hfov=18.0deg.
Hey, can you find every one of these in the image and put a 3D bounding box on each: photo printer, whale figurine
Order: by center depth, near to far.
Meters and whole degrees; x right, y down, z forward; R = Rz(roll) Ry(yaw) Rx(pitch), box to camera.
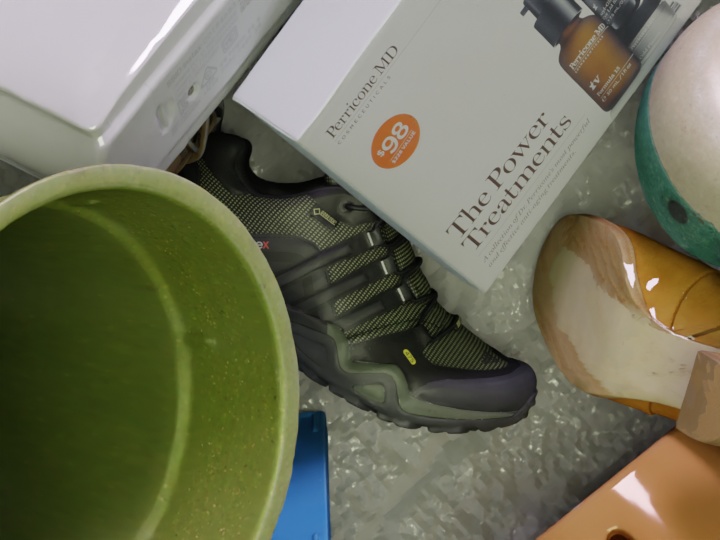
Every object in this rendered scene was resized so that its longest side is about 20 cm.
[{"bbox_3d":[-0.135,-0.128,0.920,0.200,0.069,0.166,26,63,22],"label":"photo printer"},{"bbox_3d":[0.206,-0.026,0.982,0.200,0.104,0.159,42,60,5],"label":"whale figurine"}]

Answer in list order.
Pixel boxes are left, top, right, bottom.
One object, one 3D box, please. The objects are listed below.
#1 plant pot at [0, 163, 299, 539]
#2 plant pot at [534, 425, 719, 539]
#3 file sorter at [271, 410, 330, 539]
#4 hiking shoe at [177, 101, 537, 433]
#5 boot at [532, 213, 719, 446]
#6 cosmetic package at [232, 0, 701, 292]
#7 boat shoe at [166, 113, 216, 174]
[{"bbox_3d":[-0.159,0.051,0.863,0.190,0.200,0.200,9,104,43],"label":"plant pot"},{"bbox_3d":[0.140,0.160,1.013,0.200,0.200,0.140,-40,81,6],"label":"plant pot"},{"bbox_3d":[-0.075,0.155,0.993,0.139,0.200,0.123,-8,103,1],"label":"file sorter"},{"bbox_3d":[0.000,0.000,1.026,0.200,0.076,0.101,26,103,-5],"label":"hiking shoe"},{"bbox_3d":[0.174,0.039,1.006,0.144,0.201,0.071,11,108,-27],"label":"boot"},{"bbox_3d":[0.060,-0.109,0.944,0.200,0.052,0.151,-54,136,0],"label":"cosmetic package"},{"bbox_3d":[-0.093,-0.074,0.988,0.064,0.071,0.200,0,77,-9],"label":"boat shoe"}]
